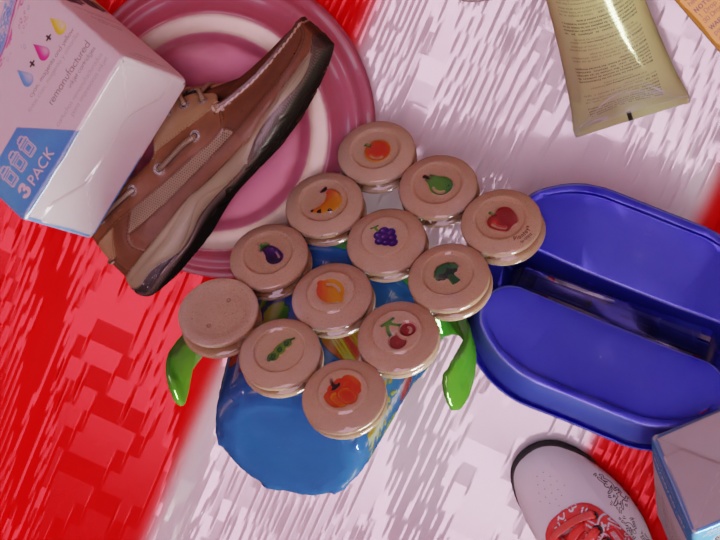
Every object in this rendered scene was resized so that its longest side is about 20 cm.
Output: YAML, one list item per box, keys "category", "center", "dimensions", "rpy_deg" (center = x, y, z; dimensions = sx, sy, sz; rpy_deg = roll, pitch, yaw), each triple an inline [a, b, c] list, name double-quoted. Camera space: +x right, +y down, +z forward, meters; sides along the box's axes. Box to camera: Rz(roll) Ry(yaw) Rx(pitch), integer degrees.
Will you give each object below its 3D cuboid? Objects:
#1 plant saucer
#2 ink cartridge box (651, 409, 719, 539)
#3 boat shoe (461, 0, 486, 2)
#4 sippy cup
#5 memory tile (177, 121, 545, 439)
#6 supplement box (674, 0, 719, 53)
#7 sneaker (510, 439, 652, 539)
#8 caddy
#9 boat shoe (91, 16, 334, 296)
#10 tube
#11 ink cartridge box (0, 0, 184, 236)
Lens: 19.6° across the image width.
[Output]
- category: "plant saucer"
  center: [-0.091, -0.091, 1.336]
  dimensions: [0.199, 0.051, 0.202]
  rpy_deg: [1, 102, 6]
- category: "ink cartridge box"
  center: [0.246, 0.142, 1.300]
  dimensions: [0.114, 0.200, 0.068]
  rpy_deg: [-21, 65, -1]
- category: "boat shoe"
  center: [0.132, -0.230, 1.279]
  dimensions: [0.201, 0.060, 0.072]
  rpy_deg: [-31, 97, 11]
- category: "sippy cup"
  center: [-0.027, 0.063, 1.295]
  dimensions: [0.139, 0.131, 0.178]
  rpy_deg: [39, 133, -17]
- category: "memory tile"
  center: [0.000, 0.000, 1.252]
  dimensions: [0.153, 0.017, 0.200]
  rpy_deg: [31, 66, 29]
- category: "supplement box"
  center: [0.259, -0.140, 1.283]
  dimensions: [0.069, 0.067, 0.200]
  rpy_deg: [-44, 95, 12]
- category: "sneaker"
  center: [0.163, 0.201, 1.332]
  dimensions: [0.067, 0.108, 0.202]
  rpy_deg: [-33, 88, 10]
- category: "caddy"
  center: [0.159, 0.030, 1.310]
  dimensions: [0.199, 0.105, 0.142]
  rpy_deg: [22, 83, 6]
- category: "boat shoe"
  center: [-0.098, -0.077, 1.277]
  dimensions: [0.074, 0.076, 0.200]
  rpy_deg: [40, 103, 2]
- category: "tube"
  center: [0.142, -0.161, 1.265]
  dimensions: [0.058, 0.052, 0.201]
  rpy_deg: [18, 148, 37]
- category: "ink cartridge box"
  center: [-0.214, -0.127, 1.277]
  dimensions: [0.200, 0.068, 0.116]
  rpy_deg: [41, 104, 31]
